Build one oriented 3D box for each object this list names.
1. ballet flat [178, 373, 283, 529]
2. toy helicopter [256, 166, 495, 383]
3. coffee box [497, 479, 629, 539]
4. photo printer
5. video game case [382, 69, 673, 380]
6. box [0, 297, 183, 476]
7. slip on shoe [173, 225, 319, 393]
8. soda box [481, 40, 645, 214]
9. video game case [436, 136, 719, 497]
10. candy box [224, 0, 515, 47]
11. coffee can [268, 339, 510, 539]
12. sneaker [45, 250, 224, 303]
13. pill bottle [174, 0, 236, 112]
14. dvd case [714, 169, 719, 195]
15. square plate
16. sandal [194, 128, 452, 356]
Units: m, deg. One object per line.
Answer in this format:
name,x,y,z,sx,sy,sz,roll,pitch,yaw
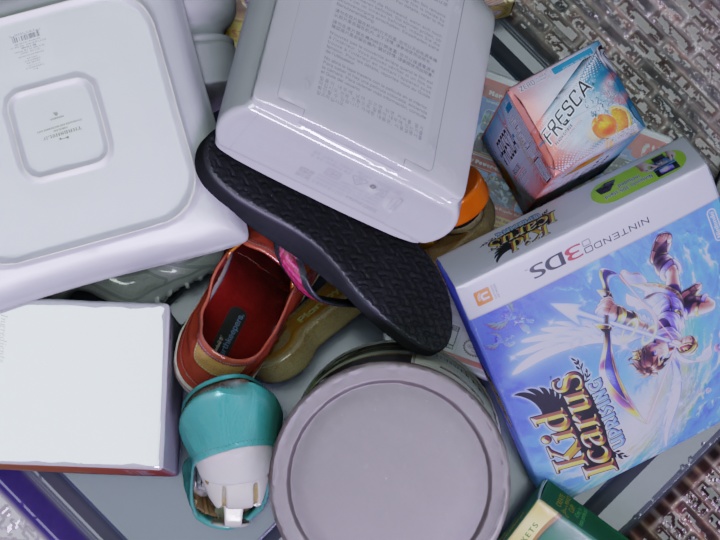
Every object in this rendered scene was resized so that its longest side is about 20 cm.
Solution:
ballet flat,-0.080,0.125,1.583,0.067,0.200,0.071,-10,72,-8
toy helicopter,0.000,0.000,1.636,0.200,0.132,0.079,-39,126,-13
coffee box,0.165,0.245,1.634,0.200,0.044,0.123,38,110,1
photo printer,0.001,-0.133,1.573,0.166,0.069,0.200,25,50,-17
video game case,0.115,-0.021,1.690,0.143,0.017,0.200,20,86,1
box,-0.220,0.077,1.610,0.199,0.152,0.107,2,83,0
slip on shoe,-0.059,-0.009,1.585,0.074,0.061,0.200,29,65,-6
soda box,0.127,-0.089,1.586,0.068,0.200,0.064,-28,87,-5
video game case,0.167,0.037,1.618,0.181,0.045,0.200,-26,123,-2
candy box,-0.004,-0.212,1.685,0.199,0.056,0.117,-12,86,0
coffee can,0.021,0.124,1.577,0.146,0.200,0.147,0,92,2
sneaker,-0.131,-0.013,1.665,0.199,0.075,0.081,-3,95,6
pill bottle,-0.147,-0.200,1.622,0.113,0.113,0.201,-17,81,-2
dvd case,0.342,-0.104,1.699,0.142,0.018,0.200,25,86,2
square plate,-0.190,-0.087,1.537,0.199,0.028,0.199,-16,89,-7
sandal,-0.025,-0.015,1.554,0.200,0.045,0.075,37,41,-6
